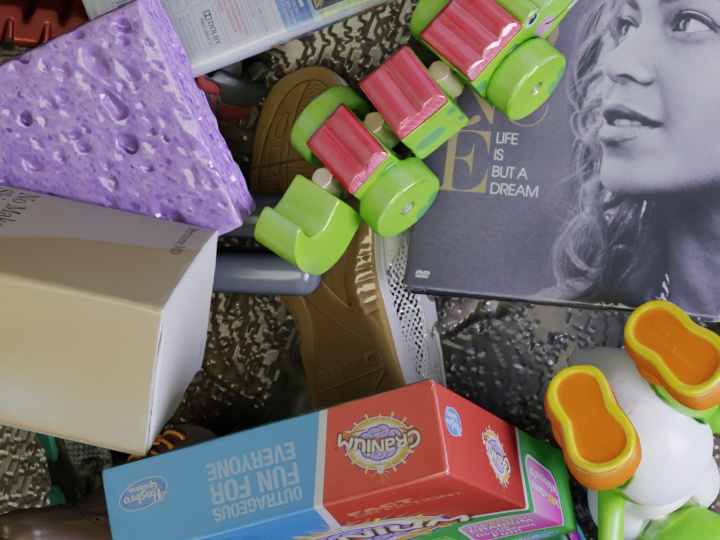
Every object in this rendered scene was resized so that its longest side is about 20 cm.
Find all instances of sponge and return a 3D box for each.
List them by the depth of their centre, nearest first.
[{"bbox_3d":[-0.159,-0.037,1.012,0.199,0.030,0.112,-22,103,17],"label":"sponge"}]

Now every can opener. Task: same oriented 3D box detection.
[{"bbox_3d":[-0.115,-0.019,1.058,0.198,0.066,0.053,3,97,10],"label":"can opener"}]

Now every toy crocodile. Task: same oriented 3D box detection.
[{"bbox_3d":[0.028,-0.080,0.998,0.200,0.062,0.068,-44,70,3],"label":"toy crocodile"}]

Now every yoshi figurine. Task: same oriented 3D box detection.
[{"bbox_3d":[0.147,0.106,1.028,0.112,0.200,0.113,6,64,16],"label":"yoshi figurine"}]

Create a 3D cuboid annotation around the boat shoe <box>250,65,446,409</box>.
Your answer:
[{"bbox_3d":[0.000,0.000,1.081,0.070,0.069,0.202,-15,84,32],"label":"boat shoe"}]

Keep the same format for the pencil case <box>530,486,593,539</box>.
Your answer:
[{"bbox_3d":[0.026,0.171,1.109,0.199,0.085,0.093,-27,84,12],"label":"pencil case"}]

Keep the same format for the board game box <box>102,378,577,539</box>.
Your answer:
[{"bbox_3d":[-0.003,0.103,0.980,0.152,0.200,0.041,-16,72,17],"label":"board game box"}]

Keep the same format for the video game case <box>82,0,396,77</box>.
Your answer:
[{"bbox_3d":[-0.043,-0.179,1.022,0.199,0.018,0.144,-21,87,-4],"label":"video game case"}]

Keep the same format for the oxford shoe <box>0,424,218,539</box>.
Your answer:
[{"bbox_3d":[-0.107,0.112,1.066,0.071,0.199,0.074,-2,88,37],"label":"oxford shoe"}]

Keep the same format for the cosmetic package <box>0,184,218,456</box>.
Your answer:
[{"bbox_3d":[-0.170,0.010,0.960,0.198,0.105,0.072,11,112,5],"label":"cosmetic package"}]

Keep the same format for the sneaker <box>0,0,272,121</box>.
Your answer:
[{"bbox_3d":[-0.145,-0.091,1.067,0.199,0.071,0.099,10,112,-1],"label":"sneaker"}]

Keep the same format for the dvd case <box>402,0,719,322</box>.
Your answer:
[{"bbox_3d":[0.104,-0.082,1.022,0.148,0.016,0.202,5,79,13],"label":"dvd case"}]

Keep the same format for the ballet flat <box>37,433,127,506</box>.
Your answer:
[{"bbox_3d":[-0.135,0.094,1.122,0.071,0.072,0.202,-9,103,7],"label":"ballet flat"}]

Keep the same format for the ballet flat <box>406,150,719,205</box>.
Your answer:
[{"bbox_3d":[0.117,-0.057,1.058,0.198,0.072,0.072,-9,103,9],"label":"ballet flat"}]
